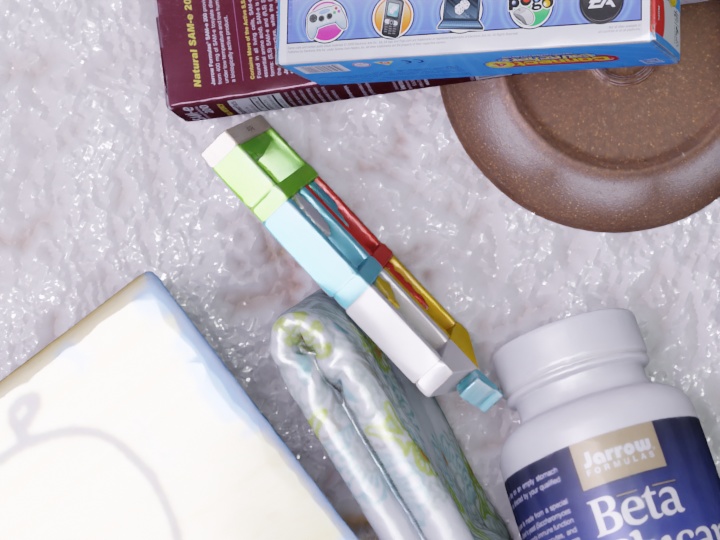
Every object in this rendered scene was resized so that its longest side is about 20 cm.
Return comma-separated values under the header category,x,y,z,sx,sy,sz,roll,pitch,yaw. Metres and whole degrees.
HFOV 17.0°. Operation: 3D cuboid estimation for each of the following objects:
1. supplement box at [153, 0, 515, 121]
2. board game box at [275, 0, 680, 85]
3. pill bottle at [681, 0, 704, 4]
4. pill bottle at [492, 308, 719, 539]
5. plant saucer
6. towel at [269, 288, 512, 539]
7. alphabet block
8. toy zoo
category,x,y,z,sx,sy,sz,roll,pitch,yaw
supplement box,-0.009,-0.149,1.296,0.199,0.061,0.109,-7,84,5
board game box,0.060,-0.199,1.210,0.199,0.056,0.197,-1,82,22
pill bottle,0.149,-0.248,1.272,0.113,0.113,0.201,1,83,-4
pill bottle,0.138,0.127,1.281,0.111,0.111,0.201,-17,75,-4
plant saucer,0.143,-0.122,1.337,0.200,0.037,0.201,0,88,-5
towel,0.025,0.099,1.254,0.048,0.171,0.200,-32,90,6
alphabet block,-0.128,0.135,1.230,0.200,0.196,0.196,-38,89,-4
toy zoo,0.000,0.000,1.275,0.020,0.131,0.200,-43,92,9
